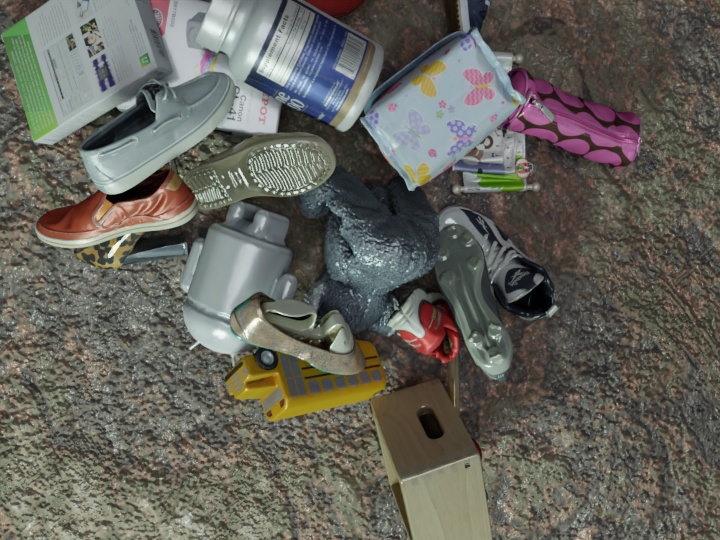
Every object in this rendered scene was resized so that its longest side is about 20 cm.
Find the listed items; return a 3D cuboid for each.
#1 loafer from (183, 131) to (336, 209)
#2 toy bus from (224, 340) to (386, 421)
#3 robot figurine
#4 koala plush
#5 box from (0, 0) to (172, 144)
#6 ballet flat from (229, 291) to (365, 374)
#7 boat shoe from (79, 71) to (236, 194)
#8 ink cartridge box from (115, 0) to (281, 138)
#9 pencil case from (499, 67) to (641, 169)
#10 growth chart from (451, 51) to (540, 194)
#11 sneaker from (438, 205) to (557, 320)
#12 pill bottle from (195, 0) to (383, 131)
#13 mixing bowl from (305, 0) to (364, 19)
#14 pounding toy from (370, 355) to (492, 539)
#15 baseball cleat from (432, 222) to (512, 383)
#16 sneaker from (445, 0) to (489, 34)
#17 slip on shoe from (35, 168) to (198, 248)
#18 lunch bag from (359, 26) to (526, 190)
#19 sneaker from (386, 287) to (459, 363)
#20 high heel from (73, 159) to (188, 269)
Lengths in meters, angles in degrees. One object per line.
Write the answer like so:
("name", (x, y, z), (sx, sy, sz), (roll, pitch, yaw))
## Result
("loafer", (-0.120, -0.130, 0.961), (0.196, 0.069, 0.077), (-8, 124, 19))
("toy bus", (-0.067, 0.136, 1.009), (0.197, 0.065, 0.079), (-5, 66, -38))
("robot figurine", (-0.154, 0.017, 1.007), (0.168, 0.112, 0.203), (22, 94, 29))
("koala plush", (0.000, 0.000, 1.009), (0.175, 0.185, 0.202), (6, 123, -29))
("box", (-0.325, -0.256, 0.939), (0.197, 0.036, 0.147), (-22, 83, 20))
("ballet flat", (-0.058, 0.073, 0.945), (0.198, 0.069, 0.067), (19, 126, -36))
("boat shoe", (-0.223, -0.170, 0.888), (0.201, 0.070, 0.072), (-43, 141, -19))
("ink cartridge box", (-0.189, -0.250, 0.990), (0.196, 0.086, 0.151), (9, 94, -7))
("pencil case", (0.275, -0.194, 1.043), (0.197, 0.094, 0.093), (14, 89, -18))
("growth chart", (0.164, -0.200, 1.079), (0.142, 0.018, 0.204), (-8, 96, -6))
("sneaker", (0.184, -0.007, 1.043), (0.079, 0.130, 0.200), (-40, 99, -3))
("pill bottle", (-0.081, -0.250, 0.907), (0.197, 0.111, 0.113), (25, 92, -17))
("mixing bowl", (-0.055, -0.373, 0.961), (0.196, 0.202, 0.110), (9, 126, -9))
("pounding toy", (0.101, 0.229, 1.035), (0.140, 0.201, 0.187), (-16, 120, -6))
("baseball cleat", (0.138, 0.045, 1.002), (0.068, 0.107, 0.203), (-15, 62, 4))
("sneaker", (0.163, -0.376, 1.031), (0.106, 0.070, 0.204), (-7, 92, -6))
("slip on shoe", (-0.285, -0.075, 0.918), (0.196, 0.075, 0.062), (-10, 129, 12))
("lunch bag", (0.092, -0.196, 0.965), (0.169, 0.200, 0.128), (-36, 95, 12))
("sneaker", (0.090, 0.080, 1.008), (0.085, 0.200, 0.077), (46, 100, 15))
("high heel", (-0.291, -0.093, 0.975), (0.140, 0.072, 0.203), (-8, 122, -12))
